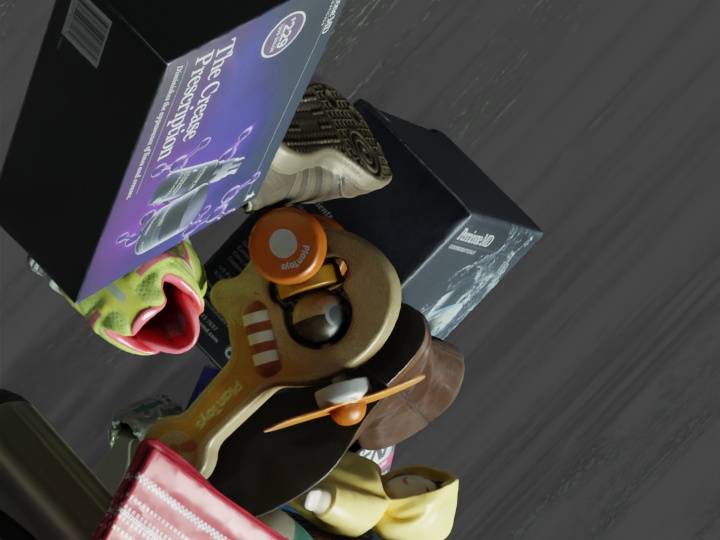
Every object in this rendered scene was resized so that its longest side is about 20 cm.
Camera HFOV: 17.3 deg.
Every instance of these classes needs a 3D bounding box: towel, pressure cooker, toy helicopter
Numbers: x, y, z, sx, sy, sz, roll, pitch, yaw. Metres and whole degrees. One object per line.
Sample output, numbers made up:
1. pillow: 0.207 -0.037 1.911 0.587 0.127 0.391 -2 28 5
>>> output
1. towel: -0.127 0.213 1.379 0.145 0.022 0.200 41 71 -39
2. pressure cooker: -0.212 0.193 1.445 0.179 0.200 0.176 -32 162 -36
3. toy helicopter: -0.053 0.064 1.455 0.200 0.132 0.079 -46 169 7

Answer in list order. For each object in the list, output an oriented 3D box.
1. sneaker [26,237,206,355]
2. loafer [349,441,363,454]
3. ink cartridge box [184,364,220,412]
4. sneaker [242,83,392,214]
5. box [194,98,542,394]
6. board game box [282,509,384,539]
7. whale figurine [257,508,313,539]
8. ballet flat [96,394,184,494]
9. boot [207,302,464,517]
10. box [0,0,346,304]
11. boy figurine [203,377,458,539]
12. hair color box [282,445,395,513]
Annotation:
1. sneaker: -0.127 0.018 1.403 0.078 0.090 0.200 -47 166 7
2. loafer: -0.018 0.115 1.763 0.200 0.063 0.072 -40 137 -1
3. ink cartridge box: -0.122 0.177 1.838 0.200 0.043 0.198 -64 165 0
4. sneaker: -0.049 -0.071 1.450 0.076 0.070 0.200 -30 165 18
5. box: 0.000 0.000 1.641 0.200 0.117 0.197 -48 164 11
6. board game box: -0.036 0.211 1.678 0.200 0.200 0.062 14 91 -74
7. whale figurine: -0.086 0.244 1.509 0.159 0.104 0.200 -36 -159 43
8. ballet flat: -0.174 0.185 1.698 0.072 0.072 0.200 -8 111 -66
9. boot: -0.010 0.104 1.571 0.186 0.064 0.200 -40 168 -1
10. box: -0.097 -0.093 1.212 0.141 0.079 0.200 -36 163 -37
11. boy figurine: -0.024 0.144 1.658 0.124 0.200 0.064 -100 -148 -75
12. hair color box: -0.013 0.098 1.861 0.100 0.060 0.200 -29 138 -46
